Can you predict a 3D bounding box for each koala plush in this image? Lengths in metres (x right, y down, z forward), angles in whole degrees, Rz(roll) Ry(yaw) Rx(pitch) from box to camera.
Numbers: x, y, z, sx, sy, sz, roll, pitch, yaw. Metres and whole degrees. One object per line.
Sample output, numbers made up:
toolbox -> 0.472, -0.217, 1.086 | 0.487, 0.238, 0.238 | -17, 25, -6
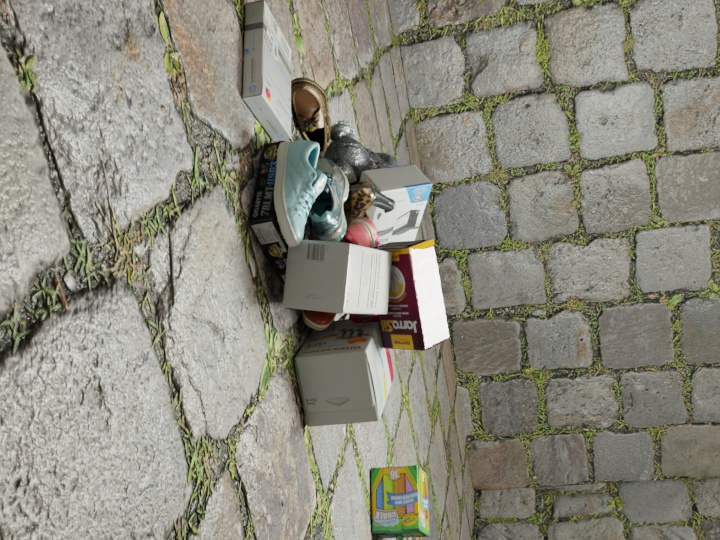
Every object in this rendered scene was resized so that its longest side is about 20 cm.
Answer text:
koala plush -> -0.015, -0.237, 1.832 | 0.200, 0.183, 0.179 | 47, 37, -53

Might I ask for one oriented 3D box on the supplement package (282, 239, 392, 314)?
supplement package -> -0.036, 0.014, 1.435 | 0.200, 0.120, 0.121 | 8, 86, -66

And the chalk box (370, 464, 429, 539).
chalk box -> 0.098, 0.590, 1.962 | 0.125, 0.123, 0.201 | 56, 29, -63

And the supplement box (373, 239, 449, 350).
supplement box -> 0.092, 0.047, 1.556 | 0.085, 0.110, 0.202 | -19, 102, -46

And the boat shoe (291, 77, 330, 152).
boat shoe -> -0.099, -0.324, 1.688 | 0.200, 0.071, 0.068 | 59, 26, -62

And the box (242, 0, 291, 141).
box -> -0.168, -0.364, 1.474 | 0.156, 0.041, 0.201 | 53, 31, -65

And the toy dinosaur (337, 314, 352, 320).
toy dinosaur -> -0.012, 0.081, 1.769 | 0.181, 0.104, 0.202 | -5, 98, -68

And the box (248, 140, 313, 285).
box -> -0.136, -0.095, 1.457 | 0.199, 0.049, 0.201 | 70, 18, -49

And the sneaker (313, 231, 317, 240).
sneaker -> -0.092, -0.112, 1.632 | 0.082, 0.077, 0.202 | 54, 39, -79

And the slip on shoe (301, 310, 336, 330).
slip on shoe -> -0.064, 0.033, 1.586 | 0.061, 0.074, 0.201 | 114, -1, -50

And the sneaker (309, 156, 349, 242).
sneaker -> -0.066, -0.150, 1.531 | 0.086, 0.077, 0.201 | 61, 16, -53

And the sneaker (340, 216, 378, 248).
sneaker -> 0.000, 0.000, 1.591 | 0.087, 0.073, 0.201 | -30, 110, -47

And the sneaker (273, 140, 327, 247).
sneaker -> -0.098, -0.138, 1.361 | 0.074, 0.081, 0.201 | 49, 35, -64

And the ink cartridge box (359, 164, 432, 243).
ink cartridge box -> 0.060, -0.127, 1.804 | 0.084, 0.144, 0.201 | 51, -40, 37

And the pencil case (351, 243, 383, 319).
pencil case -> 0.018, 0.031, 1.707 | 0.088, 0.088, 0.201 | 59, 26, -61

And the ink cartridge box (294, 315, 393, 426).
ink cartridge box -> -0.027, 0.193, 1.563 | 0.200, 0.144, 0.146 | -60, 141, -71

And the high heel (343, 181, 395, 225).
high heel -> -0.040, -0.115, 1.661 | 0.142, 0.199, 0.072 | 21, 43, -56
